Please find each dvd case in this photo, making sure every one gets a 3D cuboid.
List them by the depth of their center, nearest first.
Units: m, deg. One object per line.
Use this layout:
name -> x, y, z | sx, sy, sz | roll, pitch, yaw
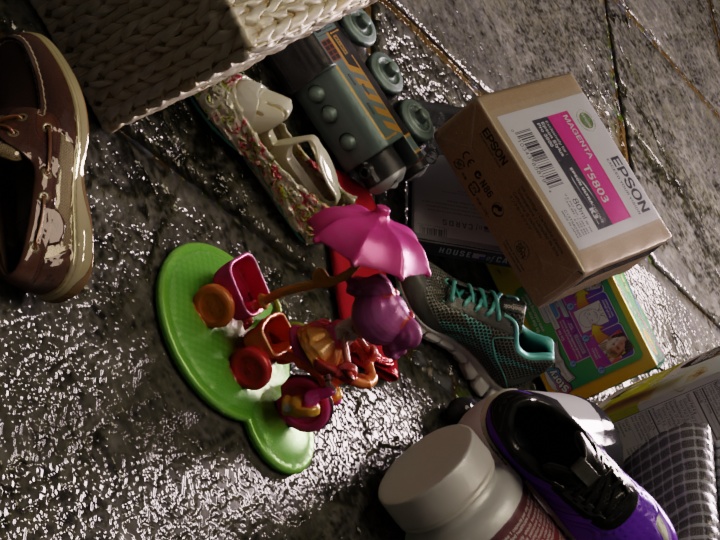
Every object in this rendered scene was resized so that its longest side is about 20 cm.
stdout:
dvd case -> 0.122, -0.087, 1.635 | 0.150, 0.025, 0.201 | 9, 48, -7

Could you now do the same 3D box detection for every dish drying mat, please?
dish drying mat -> 0.000, 0.000, 1.460 | 0.077, 0.018, 0.201 | 30, 43, -44

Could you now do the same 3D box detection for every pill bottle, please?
pill bottle -> 0.108, 0.233, 1.343 | 0.200, 0.114, 0.114 | 54, 30, -17

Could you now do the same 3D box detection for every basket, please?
basket -> -0.121, -0.231, 1.247 | 0.200, 0.198, 0.161 | -35, 101, -48

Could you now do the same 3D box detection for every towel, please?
towel -> 0.263, 0.254, 1.500 | 0.085, 0.200, 0.166 | 32, 38, -22

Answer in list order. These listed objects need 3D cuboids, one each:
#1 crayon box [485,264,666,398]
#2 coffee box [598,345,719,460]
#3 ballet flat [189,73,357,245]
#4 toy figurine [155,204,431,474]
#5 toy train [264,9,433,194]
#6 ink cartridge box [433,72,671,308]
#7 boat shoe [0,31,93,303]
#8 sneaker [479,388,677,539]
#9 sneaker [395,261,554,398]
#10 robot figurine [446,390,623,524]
crayon box -> 0.218, 0.032, 1.680 | 0.201, 0.118, 0.058 | 64, 21, 3
coffee box -> 0.365, 0.202, 1.701 | 0.201, 0.197, 0.200 | 63, 28, 1
ballet flat -> -0.071, -0.111, 1.391 | 0.200, 0.064, 0.076 | 52, 31, -18
toy figurine -> -0.025, 0.035, 1.218 | 0.201, 0.184, 0.150 | 61, 29, -4
toy train -> -0.011, -0.163, 1.515 | 0.200, 0.085, 0.114 | 58, 34, -4
ink cartridge box -> 0.187, -0.081, 1.562 | 0.164, 0.075, 0.200 | -21, 76, -46
boat shoe -> -0.232, -0.078, 1.096 | 0.072, 0.072, 0.201 | 18, 57, -54
sneaker -> 0.181, 0.173, 1.325 | 0.200, 0.070, 0.100 | 41, -10, 4
sneaker -> 0.111, 0.041, 1.532 | 0.200, 0.091, 0.078 | 43, 33, -31
robot figurine -> 0.164, 0.169, 1.473 | 0.200, 0.150, 0.125 | 10, 71, -56
